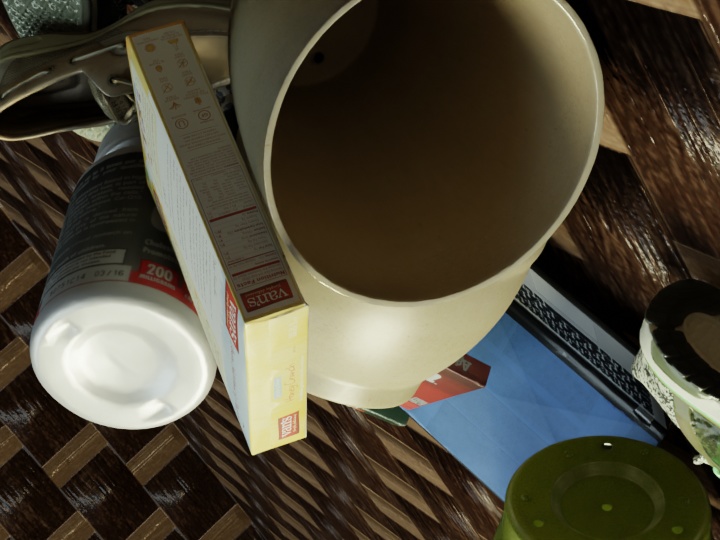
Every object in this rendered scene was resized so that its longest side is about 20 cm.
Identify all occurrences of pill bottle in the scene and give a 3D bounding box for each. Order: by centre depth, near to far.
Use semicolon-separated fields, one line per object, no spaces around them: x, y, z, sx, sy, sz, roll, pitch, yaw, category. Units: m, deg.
-0.136;-0.007;1.170;0.114;0.114;0.200;56;-156;-34;pill bottle

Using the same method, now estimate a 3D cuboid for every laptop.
0.109;0.080;1.278;0.187;0.116;0.200;41;172;23;laptop

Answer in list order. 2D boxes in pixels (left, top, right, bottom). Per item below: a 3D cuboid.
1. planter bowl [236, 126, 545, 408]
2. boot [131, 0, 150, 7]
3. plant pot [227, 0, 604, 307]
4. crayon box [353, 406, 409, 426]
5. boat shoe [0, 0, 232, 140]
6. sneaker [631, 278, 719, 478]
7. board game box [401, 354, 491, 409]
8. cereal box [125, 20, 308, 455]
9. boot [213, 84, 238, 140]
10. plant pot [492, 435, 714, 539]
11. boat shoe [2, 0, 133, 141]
0.000;0.000;1.142;0.199;0.135;0.200;18;-160;-7;planter bowl
-0.126;-0.224;1.227;0.150;0.073;0.200;35;159;37;boot
0.003;-0.110;1.003;0.188;0.187;0.200;57;176;-36;plant pot
-0.003;0.042;1.486;0.051;0.127;0.200;24;176;-24;crayon box
-0.149;-0.122;1.187;0.199;0.065;0.071;-11;138;20;boat shoe
0.226;0.099;1.048;0.200;0.077;0.089;53;156;12;sneaker
-0.018;0.042;1.282;0.200;0.020;0.103;27;154;-22;board game box
-0.078;-0.017;1.018;0.144;0.039;0.200;93;156;-58;cereal box
-0.032;-0.076;1.330;0.073;0.200;0.151;-16;86;36;boot
0.157;0.220;1.207;0.200;0.200;0.194;36;141;40;plant pot
-0.190;-0.176;1.237;0.074;0.062;0.200;13;143;24;boat shoe
